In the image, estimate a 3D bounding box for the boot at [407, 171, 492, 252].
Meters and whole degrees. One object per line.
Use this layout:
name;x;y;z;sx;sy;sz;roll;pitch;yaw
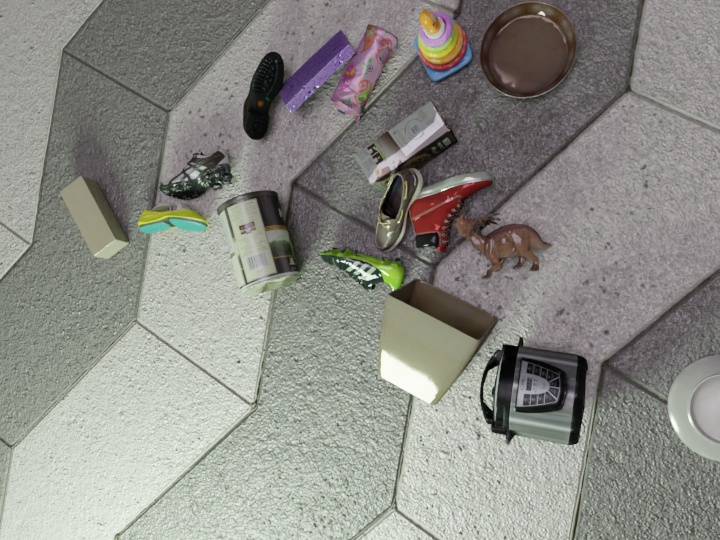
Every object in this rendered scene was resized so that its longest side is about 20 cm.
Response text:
boot;0.199;-0.120;1.360;0.198;0.072;0.146;-18;83;25

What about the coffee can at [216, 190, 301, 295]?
coffee can;-0.231;-0.061;1.456;0.145;0.146;0.203;-19;83;16

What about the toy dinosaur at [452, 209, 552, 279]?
toy dinosaur;0.294;-0.064;1.296;0.197;0.086;0.138;-8;98;3

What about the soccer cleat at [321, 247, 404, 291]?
soccer cleat;0.000;0.000;1.424;0.197;0.067;0.082;13;105;18

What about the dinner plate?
dinner plate;0.690;0.262;1.208;0.197;0.024;0.204;-1;87;17

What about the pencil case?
pencil case;0.008;-0.442;1.428;0.087;0.087;0.202;30;98;17

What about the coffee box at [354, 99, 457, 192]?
coffee box;0.100;-0.262;1.373;0.199;0.113;0.080;-34;79;15

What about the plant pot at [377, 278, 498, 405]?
plant pot;0.142;0.152;1.310;0.198;0.200;0.179;26;107;17

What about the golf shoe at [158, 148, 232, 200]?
golf shoe;-0.402;-0.236;1.566;0.197;0.078;0.096;-13;67;15

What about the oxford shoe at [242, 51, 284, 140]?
oxford shoe;-0.238;-0.416;1.500;0.084;0.072;0.202;46;117;55

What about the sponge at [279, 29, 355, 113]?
sponge;-0.101;-0.454;1.456;0.199;0.030;0.112;-39;36;13

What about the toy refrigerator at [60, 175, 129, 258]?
toy refrigerator;-0.683;-0.136;1.648;0.075;0.070;0.201;-34;79;7

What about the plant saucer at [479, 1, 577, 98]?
plant saucer;0.350;-0.458;1.341;0.197;0.034;0.204;0;89;17

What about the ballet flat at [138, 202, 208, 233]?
ballet flat;-0.461;-0.134;1.581;0.197;0.067;0.068;-2;66;20

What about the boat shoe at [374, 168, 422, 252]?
boat shoe;0.068;-0.126;1.372;0.072;0.059;0.202;44;126;31

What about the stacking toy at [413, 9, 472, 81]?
stacking toy;0.156;-0.488;1.317;0.109;0.200;0.117;-28;79;15

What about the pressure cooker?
pressure cooker;0.333;0.241;1.247;0.197;0.176;0.181;7;114;19
